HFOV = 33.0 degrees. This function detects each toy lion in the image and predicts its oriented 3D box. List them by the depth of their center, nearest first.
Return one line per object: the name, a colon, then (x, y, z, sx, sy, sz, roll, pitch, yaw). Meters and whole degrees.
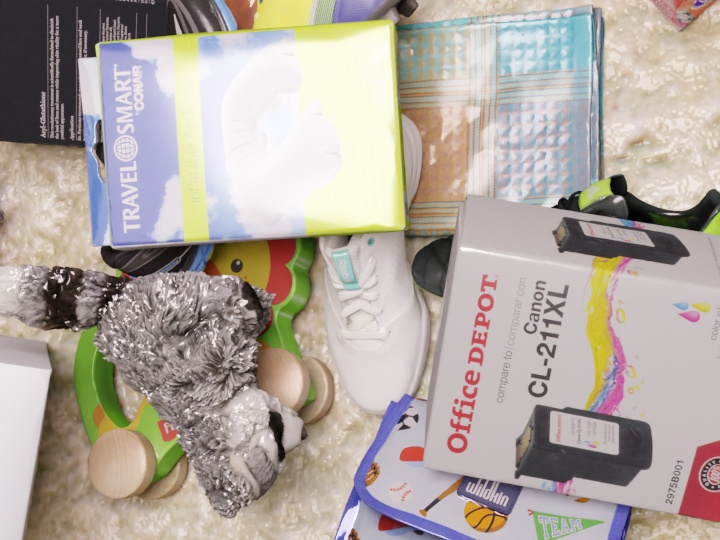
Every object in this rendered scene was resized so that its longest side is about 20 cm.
toy lion: (-0.116, 0.035, 0.842, 0.198, 0.069, 0.194, -28, 72, 14)

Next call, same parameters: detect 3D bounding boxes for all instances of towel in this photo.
towel: (0.064, -0.096, 0.812, 0.197, 0.022, 0.149, -2, 85, 17)

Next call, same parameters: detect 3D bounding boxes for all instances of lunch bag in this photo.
lunch bag: (0.067, 0.191, 0.743, 0.168, 0.124, 0.202, 17, 76, 18)

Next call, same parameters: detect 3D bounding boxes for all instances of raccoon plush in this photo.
raccoon plush: (-0.130, 0.077, 0.738, 0.197, 0.097, 0.136, 3, 74, 3)

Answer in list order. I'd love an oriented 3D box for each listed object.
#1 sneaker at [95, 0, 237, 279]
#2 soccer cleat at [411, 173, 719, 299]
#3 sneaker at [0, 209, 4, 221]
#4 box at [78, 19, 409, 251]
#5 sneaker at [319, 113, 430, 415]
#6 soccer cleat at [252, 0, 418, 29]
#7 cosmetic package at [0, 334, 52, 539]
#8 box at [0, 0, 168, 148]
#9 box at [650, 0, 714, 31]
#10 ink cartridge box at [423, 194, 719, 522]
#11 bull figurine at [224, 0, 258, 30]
sneaker: (-0.123, -0.086, 0.772, 0.071, 0.082, 0.202, 35, 116, 55)
soccer cleat: (0.128, -0.019, 0.749, 0.197, 0.068, 0.082, -1, 126, 9)
sneaker: (-0.297, -0.056, 0.883, 0.074, 0.081, 0.203, 13, 113, 12)
box: (-0.073, -0.078, 0.716, 0.197, 0.048, 0.124, -4, 91, 5)
sneaker: (0.000, 0.000, 0.779, 0.074, 0.088, 0.203, 1, 100, 17)
soccer cleat: (-0.048, -0.148, 0.793, 0.200, 0.065, 0.084, -36, 96, 36)
cosmetic package: (-0.241, 0.126, 0.801, 0.051, 0.200, 0.153, 8, 90, -16)
box: (-0.192, -0.188, 0.806, 0.139, 0.079, 0.203, 4, 115, -8)
box: (0.168, -0.263, 0.753, 0.102, 0.095, 0.201, -40, 76, 11)
ink cartridge box: (0.142, 0.052, 0.699, 0.197, 0.083, 0.148, 9, 115, 4)
bull figurine: (-0.074, -0.246, 0.838, 0.120, 0.065, 0.203, -14, 87, 24)
